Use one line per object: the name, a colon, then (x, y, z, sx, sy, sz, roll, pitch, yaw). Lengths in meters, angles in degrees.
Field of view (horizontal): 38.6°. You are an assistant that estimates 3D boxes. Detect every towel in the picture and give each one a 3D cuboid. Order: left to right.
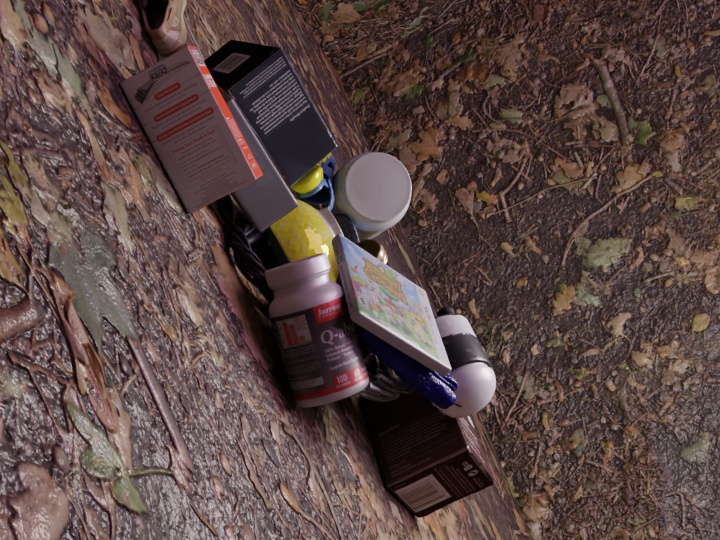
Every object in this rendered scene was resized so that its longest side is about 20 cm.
towel: (0.023, 0.131, 1.769, 0.167, 0.085, 0.200, 68, 12, 20)
towel: (0.057, 0.125, 1.581, 0.200, 0.050, 0.148, 42, -5, -20)

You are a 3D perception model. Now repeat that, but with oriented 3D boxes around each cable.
cable: (-0.146, -0.011, 1.593, 0.200, 0.050, 0.164, 48, 18, -58)

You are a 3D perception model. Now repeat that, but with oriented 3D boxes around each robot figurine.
robot figurine: (0.154, 0.159, 1.784, 0.125, 0.149, 0.201, 76, -9, -57)

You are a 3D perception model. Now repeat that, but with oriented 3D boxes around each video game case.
video game case: (0.046, 0.051, 1.538, 0.199, 0.022, 0.183, 33, 26, -33)

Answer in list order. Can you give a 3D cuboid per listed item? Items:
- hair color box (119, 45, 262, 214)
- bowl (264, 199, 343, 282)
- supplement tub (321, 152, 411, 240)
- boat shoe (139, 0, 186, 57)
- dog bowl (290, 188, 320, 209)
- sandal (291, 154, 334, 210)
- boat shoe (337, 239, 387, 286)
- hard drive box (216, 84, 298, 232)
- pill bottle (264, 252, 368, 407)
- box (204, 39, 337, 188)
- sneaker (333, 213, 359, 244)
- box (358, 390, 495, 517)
hair color box: (-0.232, -0.194, 1.420, 0.201, 0.110, 0.064, 63, 8, -9)
bowl: (-0.085, -0.044, 1.694, 0.201, 0.107, 0.200, 61, -8, 15)
supplement tub: (0.012, -0.137, 1.897, 0.145, 0.143, 0.200, 64, -14, 0)
boat shoe: (-0.327, -0.441, 1.687, 0.065, 0.071, 0.201, 53, 15, -53)
dog bowl: (-0.136, -0.123, 1.879, 0.201, 0.078, 0.200, 61, 9, -16)
sandal: (-0.080, -0.155, 1.824, 0.200, 0.079, 0.088, -75, 142, -64)
boat shoe: (0.000, 0.000, 1.737, 0.066, 0.074, 0.200, 37, -21, -17)
hard drive box: (-0.194, -0.179, 1.578, 0.201, 0.076, 0.156, 59, -6, -31)
pill bottle: (-0.067, 0.085, 1.479, 0.116, 0.115, 0.202, -40, 114, -81)
box: (-0.169, -0.266, 1.722, 0.200, 0.123, 0.199, 27, -27, 54)
sneaker: (-0.029, -0.012, 1.863, 0.082, 0.073, 0.202, -97, 176, -67)
box: (0.120, 0.307, 1.876, 0.166, 0.163, 0.201, 52, 14, -50)
